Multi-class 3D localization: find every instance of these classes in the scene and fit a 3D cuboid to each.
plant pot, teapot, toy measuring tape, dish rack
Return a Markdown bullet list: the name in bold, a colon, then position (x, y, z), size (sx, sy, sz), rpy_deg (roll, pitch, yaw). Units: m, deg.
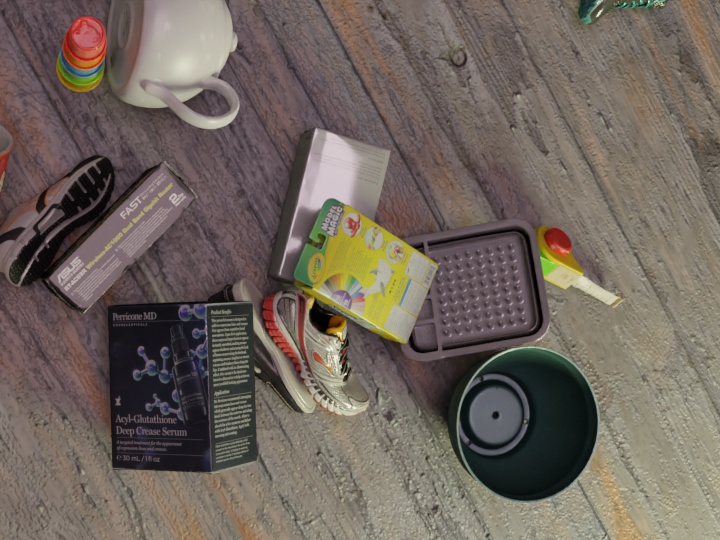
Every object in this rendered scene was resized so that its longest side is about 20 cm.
- **plant pot**: position (0.198, 0.197, 1.626), size (0.199, 0.134, 0.202), rpy_deg (0, 89, -16)
- **teapot**: position (-0.220, -0.285, 1.498), size (0.145, 0.197, 0.202), rpy_deg (5, 99, -27)
- **toy measuring tape**: position (0.285, -0.012, 1.697), size (0.199, 0.073, 0.074), rpy_deg (24, 82, -27)
- **dish rack**: position (0.144, 0.030, 1.615), size (0.198, 0.044, 0.173), rpy_deg (-10, 71, 10)

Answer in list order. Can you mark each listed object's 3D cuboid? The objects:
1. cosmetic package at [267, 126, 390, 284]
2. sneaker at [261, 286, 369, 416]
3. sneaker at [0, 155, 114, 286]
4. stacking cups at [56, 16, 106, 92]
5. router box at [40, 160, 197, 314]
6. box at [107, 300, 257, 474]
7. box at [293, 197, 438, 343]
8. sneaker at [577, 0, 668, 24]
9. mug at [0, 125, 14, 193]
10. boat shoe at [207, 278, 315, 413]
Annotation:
- **cosmetic package**: position (-0.042, -0.073, 1.593), size (0.112, 0.081, 0.201), rpy_deg (17, 86, -15)
- **sneaker**: position (-0.044, 0.105, 1.564), size (0.082, 0.078, 0.200), rpy_deg (-26, 116, 19)
- **sneaker**: position (-0.384, -0.074, 1.502), size (0.080, 0.074, 0.200), rpy_deg (25, 61, 30)
- **stacking cups**: position (-0.325, -0.257, 1.454), size (0.060, 0.200, 0.061), rpy_deg (0, 89, -18)
- **router box**: position (-0.295, -0.039, 1.484), size (0.062, 0.150, 0.200), rpy_deg (45, 79, -12)
- **box**: position (-0.216, 0.139, 1.491), size (0.147, 0.107, 0.202), rpy_deg (-3, 88, 27)
- **box**: position (0.000, 0.000, 1.535), size (0.200, 0.048, 0.118), rpy_deg (33, 75, -38)
- **sneaker**: position (0.395, -0.401, 1.728), size (0.200, 0.078, 0.091), rpy_deg (-41, 103, -11)
- **mug**: position (-0.479, -0.077, 1.431), size (0.132, 0.178, 0.201), rpy_deg (14, 115, -4)
- **boat shoe**: position (-0.125, 0.105, 1.573), size (0.060, 0.074, 0.201), rpy_deg (-24, 112, 21)
